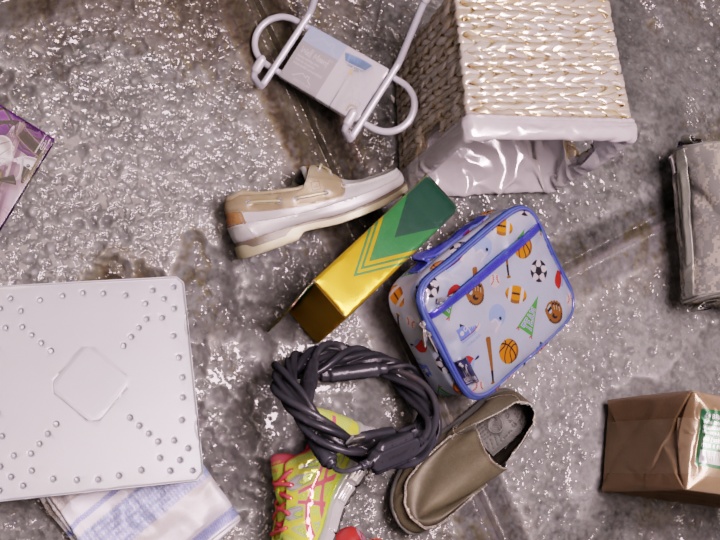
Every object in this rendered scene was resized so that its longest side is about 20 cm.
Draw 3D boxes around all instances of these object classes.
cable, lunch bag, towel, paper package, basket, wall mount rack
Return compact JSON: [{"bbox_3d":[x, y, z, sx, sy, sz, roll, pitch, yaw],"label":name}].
[{"bbox_3d":[-0.002,0.133,1.300,0.163,0.051,0.199,40,31,25],"label":"cable"},{"bbox_3d":[0.126,0.031,1.367,0.199,0.075,0.161,-37,110,-30],"label":"lunch bag"},{"bbox_3d":[-0.224,0.210,1.253,0.146,0.024,0.201,-38,95,-22],"label":"towel"},{"bbox_3d":[0.385,0.196,1.392,0.198,0.190,0.105,11,77,-17],"label":"paper package"},{"bbox_3d":[0.436,-0.051,1.480,0.166,0.139,0.203,3,79,-20],"label":"lunch bag"},{"bbox_3d":[0.150,-0.179,1.368,0.198,0.198,0.163,-3,78,-20],"label":"basket"},{"bbox_3d":[-0.016,-0.236,1.336,0.199,0.075,0.175,31,84,11],"label":"wall mount rack"}]

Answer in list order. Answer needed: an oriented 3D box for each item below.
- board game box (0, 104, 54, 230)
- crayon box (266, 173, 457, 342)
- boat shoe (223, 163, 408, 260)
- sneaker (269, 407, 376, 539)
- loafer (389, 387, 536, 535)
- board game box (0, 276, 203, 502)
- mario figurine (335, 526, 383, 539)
[{"bbox_3d":[-0.392,-0.072,1.236,0.119,0.032,0.201,30,72,-9],"label":"board game box"},{"bbox_3d":[0.000,0.000,1.315,0.200,0.127,0.051,-43,90,-20],"label":"crayon box"},{"bbox_3d":[-0.045,-0.076,1.340,0.198,0.075,0.069,-21,94,-21],"label":"boat shoe"},{"bbox_3d":[-0.060,0.224,1.287,0.090,0.078,0.201,34,60,-12],"label":"sneaker"},{"bbox_3d":[0.109,0.193,1.354,0.200,0.070,0.075,-44,97,-21],"label":"loafer"},{"bbox_3d":[-0.258,0.110,1.237,0.198,0.026,0.202,-3,74,-18],"label":"board game box"},{"bbox_3d":[0.021,0.333,1.250,0.105,0.124,0.201,4,46,-28],"label":"mario figurine"}]
